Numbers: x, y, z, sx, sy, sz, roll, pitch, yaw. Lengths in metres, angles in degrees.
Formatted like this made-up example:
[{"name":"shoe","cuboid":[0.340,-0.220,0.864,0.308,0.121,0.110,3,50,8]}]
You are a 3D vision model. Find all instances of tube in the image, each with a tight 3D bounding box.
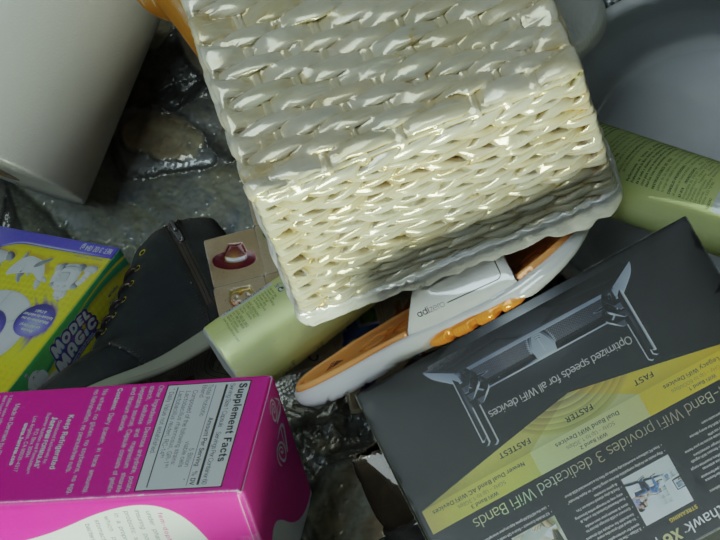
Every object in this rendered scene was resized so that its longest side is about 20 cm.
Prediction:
[{"name":"tube","cuboid":[0.000,0.000,1.405,0.200,0.052,0.058,-36,60,-6]},{"name":"tube","cuboid":[0.163,-0.048,1.309,0.199,0.058,0.052,21,91,27]}]

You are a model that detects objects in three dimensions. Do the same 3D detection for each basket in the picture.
[{"name":"basket","cuboid":[0.017,-0.111,1.254,0.199,0.161,0.199,-20,65,0]}]

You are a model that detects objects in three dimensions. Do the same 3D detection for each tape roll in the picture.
[{"name":"tape roll","cuboid":[-0.249,-0.144,1.535,0.202,0.203,0.140,19,84,28]}]

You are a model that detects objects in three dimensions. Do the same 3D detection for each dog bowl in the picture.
[{"name":"dog bowl","cuboid":[0.197,-0.063,1.370,0.199,0.079,0.201,-7,73,24]}]

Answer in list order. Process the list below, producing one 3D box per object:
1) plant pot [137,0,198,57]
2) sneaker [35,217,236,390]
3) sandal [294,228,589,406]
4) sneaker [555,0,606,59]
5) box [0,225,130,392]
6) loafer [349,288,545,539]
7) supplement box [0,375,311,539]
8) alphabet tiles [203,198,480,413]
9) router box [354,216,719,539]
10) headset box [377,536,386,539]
[{"name":"plant pot","cuboid":[-0.036,-0.178,1.448,0.200,0.200,0.184,-31,70,15]},{"name":"sneaker","cuboid":[-0.148,0.048,1.487,0.200,0.075,0.106,-27,53,-20]},{"name":"sandal","cuboid":[0.036,0.009,1.331,0.206,0.079,0.059,-30,101,17]},{"name":"sneaker","cuboid":[0.060,-0.104,1.382,0.200,0.088,0.075,-30,63,9]},{"name":"box","cuboid":[-0.244,0.060,1.508,0.117,0.048,0.200,9,52,34]},{"name":"loafer","cuboid":[0.061,0.069,1.340,0.073,0.071,0.200,-23,23,46]},{"name":"supplement box","cuboid":[-0.141,0.136,1.366,0.199,0.101,0.104,-3,39,16]},{"name":"alphabet tiles","cuboid":[0.008,0.003,1.446,0.199,0.008,0.168,-14,70,1]},{"name":"router box","cuboid":[0.120,0.089,1.193,0.200,0.052,0.158,-28,64,2]},{"name":"headset box","cuboid":[0.016,0.217,1.318,0.200,0.174,0.093,-30,94,16]}]
